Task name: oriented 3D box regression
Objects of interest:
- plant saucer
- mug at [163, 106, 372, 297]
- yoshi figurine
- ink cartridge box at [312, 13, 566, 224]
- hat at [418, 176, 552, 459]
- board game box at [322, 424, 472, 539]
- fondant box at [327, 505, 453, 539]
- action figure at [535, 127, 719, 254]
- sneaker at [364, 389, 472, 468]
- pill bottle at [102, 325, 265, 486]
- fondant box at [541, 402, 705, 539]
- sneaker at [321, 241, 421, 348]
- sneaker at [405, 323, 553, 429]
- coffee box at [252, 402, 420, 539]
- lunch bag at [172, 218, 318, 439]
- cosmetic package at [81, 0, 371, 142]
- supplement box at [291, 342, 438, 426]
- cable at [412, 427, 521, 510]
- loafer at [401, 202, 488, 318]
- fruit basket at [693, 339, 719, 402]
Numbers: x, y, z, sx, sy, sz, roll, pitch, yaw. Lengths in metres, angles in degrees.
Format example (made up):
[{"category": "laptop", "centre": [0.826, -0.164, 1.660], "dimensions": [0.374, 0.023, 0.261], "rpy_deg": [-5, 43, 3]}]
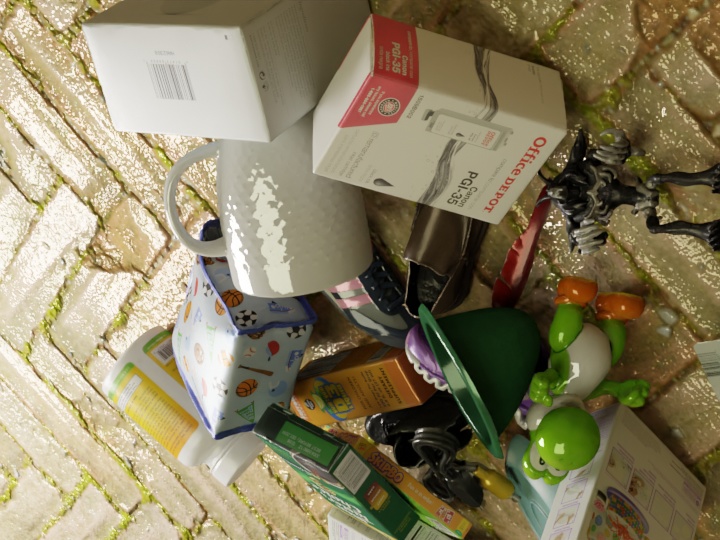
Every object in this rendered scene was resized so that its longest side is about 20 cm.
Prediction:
[{"category": "plant saucer", "centre": [0.207, 0.267, 1.667], "dimensions": [0.200, 0.027, 0.200], "rpy_deg": [57, 171, 15]}, {"category": "mug", "centre": [-0.098, -0.077, 1.579], "dimensions": [0.199, 0.148, 0.176], "rpy_deg": [-10, 110, -1]}, {"category": "yoshi figurine", "centre": [0.212, 0.111, 1.505], "dimensions": [0.112, 0.112, 0.200], "rpy_deg": [15, 85, 27]}, {"category": "ink cartridge box", "centre": [0.072, -0.138, 1.458], "dimensions": [0.200, 0.083, 0.147], "rpy_deg": [14, 138, -18]}, {"category": "hat", "centre": [0.167, 0.063, 1.540], "dimensions": [0.166, 0.176, 0.200], "rpy_deg": [57, 173, 44]}, {"category": "board game box", "centre": [0.032, 0.237, 1.793], "dimensions": [0.200, 0.030, 0.095], "rpy_deg": [38, 166, -23]}, {"category": "fondant box", "centre": [0.058, 0.356, 1.881], "dimensions": [0.200, 0.058, 0.144], "rpy_deg": [28, 148, 21]}, {"category": "action figure", "centre": [0.236, -0.071, 1.432], "dimensions": [0.200, 0.102, 0.119], "rpy_deg": [6, 91, 32]}, {"category": "sneaker", "centre": [0.057, 0.179, 1.747], "dimensions": [0.200, 0.104, 0.060], "rpy_deg": [-18, 107, 43]}, {"category": "pill bottle", "centre": [-0.213, 0.172, 1.946], "dimensions": [0.200, 0.111, 0.111], "rpy_deg": [41, 136, 8]}, {"category": "fondant box", "centre": [0.258, 0.252, 1.543], "dimensions": [0.144, 0.200, 0.058], "rpy_deg": [45, 135, -19]}, {"category": "sneaker", "centre": [0.000, 0.000, 1.692], "dimensions": [0.200, 0.070, 0.082], "rpy_deg": [40, 138, 5]}, {"category": "sneaker", "centre": [0.145, 0.095, 1.642], "dimensions": [0.200, 0.081, 0.089], "rpy_deg": [25, 126, 9]}, {"category": "coffee box", "centre": [-0.024, 0.229, 1.750], "dimensions": [0.123, 0.044, 0.200], "rpy_deg": [24, 163, 37]}, {"category": "lunch bag", "centre": [-0.143, 0.061, 1.793], "dimensions": [0.200, 0.124, 0.170], "rpy_deg": [52, 137, 42]}, {"category": "cosmetic package", "centre": [-0.123, -0.225, 1.537], "dimensions": [0.199, 0.200, 0.123], "rpy_deg": [8, 126, 34]}, {"category": "supplement box", "centre": [0.004, 0.127, 1.780], "dimensions": [0.200, 0.069, 0.067], "rpy_deg": [-18, 106, 47]}, {"category": "cable", "centre": [0.093, 0.199, 1.646], "dimensions": [0.097, 0.050, 0.200], "rpy_deg": [8, 152, 33]}, {"category": "loafer", "centre": [0.084, -0.027, 1.607], "dimensions": [0.073, 0.071, 0.200], "rpy_deg": [22, 130, 25]}, {"category": "fruit basket", "centre": [0.428, 0.133, 1.459], "dimensions": [0.185, 0.094, 0.200], "rpy_deg": [-6, 131, 40]}]
